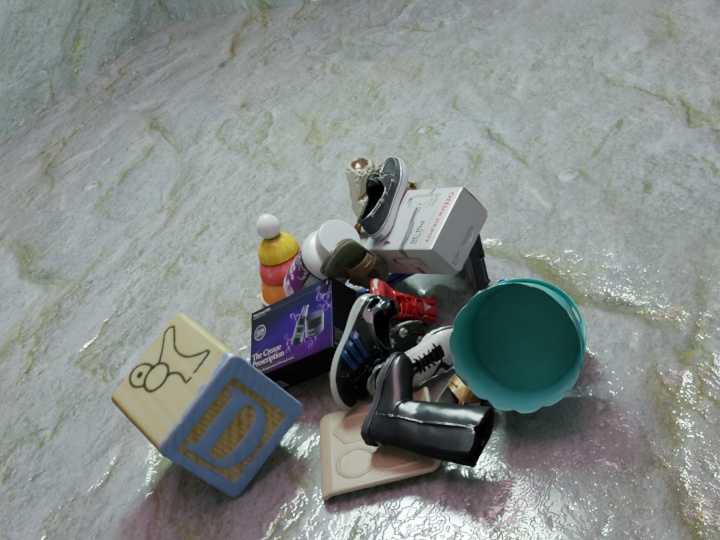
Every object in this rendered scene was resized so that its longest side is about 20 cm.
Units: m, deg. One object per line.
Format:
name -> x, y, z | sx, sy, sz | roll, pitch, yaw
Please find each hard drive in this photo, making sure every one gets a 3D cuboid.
hard drive -> 0.183, -0.059, 1.821 | 0.038, 0.140, 0.200 | -27, 33, -14

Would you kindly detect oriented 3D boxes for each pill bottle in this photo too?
pill bottle -> -0.071, -0.010, 1.765 | 0.112, 0.200, 0.113 | 11, 56, -17

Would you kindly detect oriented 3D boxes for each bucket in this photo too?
bucket -> 0.250, 0.110, 1.427 | 0.206, 0.209, 0.135 | -7, 3, 17

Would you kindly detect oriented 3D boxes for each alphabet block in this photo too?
alphabet block -> -0.253, 0.219, 1.512 | 0.196, 0.196, 0.200 | -51, 40, -9

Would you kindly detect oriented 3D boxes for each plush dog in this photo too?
plush dog -> 0.066, -0.160, 2.071 | 0.171, 0.161, 0.200 | -24, 58, -37

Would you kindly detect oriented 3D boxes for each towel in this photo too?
towel -> 0.019, 0.012, 1.851 | 0.146, 0.024, 0.200 | -27, 15, -13

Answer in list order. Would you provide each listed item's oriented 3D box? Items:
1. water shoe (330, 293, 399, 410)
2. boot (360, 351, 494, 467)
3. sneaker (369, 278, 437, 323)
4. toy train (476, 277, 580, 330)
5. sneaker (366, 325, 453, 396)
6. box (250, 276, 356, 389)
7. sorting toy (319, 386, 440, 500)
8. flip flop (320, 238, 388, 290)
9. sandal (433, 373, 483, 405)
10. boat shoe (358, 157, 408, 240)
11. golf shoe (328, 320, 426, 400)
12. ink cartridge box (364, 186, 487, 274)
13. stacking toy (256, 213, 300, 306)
water shoe -> 0.007, 0.137, 1.531 | 0.079, 0.071, 0.201 | 7, 80, 40
boot -> 0.114, 0.209, 1.417 | 0.199, 0.066, 0.166 | 0, 59, 39
sneaker -> 0.082, 0.057, 1.680 | 0.115, 0.079, 0.200 | 2, -2, 11
toy train -> 0.285, 0.088, 1.567 | 0.199, 0.115, 0.087 | 16, 44, 42
sneaker -> 0.106, 0.161, 1.567 | 0.199, 0.074, 0.080 | -32, 0, -9
box -> -0.103, 0.117, 1.647 | 0.199, 0.079, 0.142 | -25, 50, 31
sorting toy -> 0.029, 0.281, 1.482 | 0.199, 0.037, 0.185 | -19, 31, 8
flip flop -> 0.000, 0.000, 1.666 | 0.058, 0.200, 0.081 | 38, 96, 35
sandal -> 0.179, 0.196, 1.493 | 0.081, 0.055, 0.200 | 29, 45, 18
boat shoe -> 0.037, -0.151, 1.754 | 0.070, 0.066, 0.201 | -18, 44, 43
golf shoe -> 0.029, 0.146, 1.647 | 0.200, 0.078, 0.088 | -34, 30, -24
ink cartridge box -> 0.120, -0.074, 1.710 | 0.199, 0.083, 0.147 | 1, 57, 52
stacking toy -> -0.162, -0.030, 1.891 | 0.145, 0.201, 0.146 | -12, 32, 8
